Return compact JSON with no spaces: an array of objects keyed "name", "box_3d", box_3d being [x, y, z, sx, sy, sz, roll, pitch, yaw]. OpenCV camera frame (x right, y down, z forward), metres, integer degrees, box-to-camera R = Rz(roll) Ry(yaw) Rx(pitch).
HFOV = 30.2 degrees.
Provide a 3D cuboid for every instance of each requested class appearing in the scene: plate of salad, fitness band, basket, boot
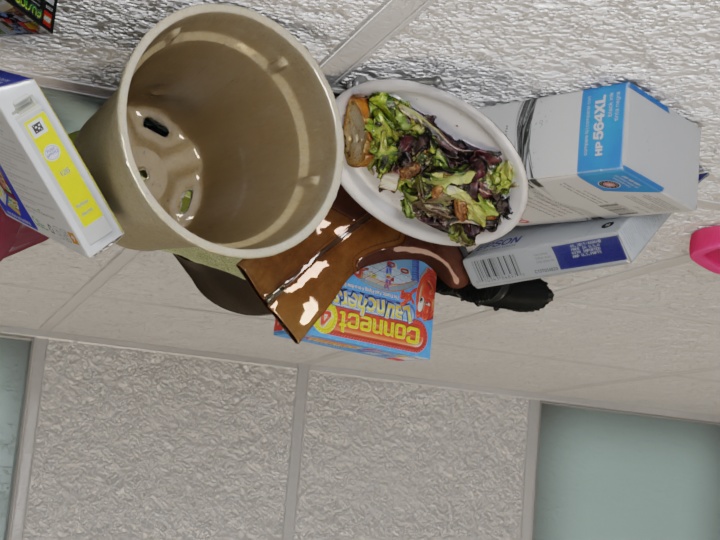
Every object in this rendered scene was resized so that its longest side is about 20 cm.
[{"name":"plate of salad","box_3d":[0.053,-0.087,1.195,0.199,0.048,0.201,18,142,14]},{"name":"fitness band","box_3d":[0.496,-0.019,1.674,0.143,0.038,0.200,-2,166,34]},{"name":"basket","box_3d":[-0.160,-0.035,1.644,0.179,0.137,0.200,14,168,15]},{"name":"boot","box_3d":[0.209,0.024,1.931,0.162,0.074,0.198,14,174,-29]},{"name":"boot","box_3d":[0.000,0.000,1.382,0.188,0.200,0.068,49,162,-14]}]

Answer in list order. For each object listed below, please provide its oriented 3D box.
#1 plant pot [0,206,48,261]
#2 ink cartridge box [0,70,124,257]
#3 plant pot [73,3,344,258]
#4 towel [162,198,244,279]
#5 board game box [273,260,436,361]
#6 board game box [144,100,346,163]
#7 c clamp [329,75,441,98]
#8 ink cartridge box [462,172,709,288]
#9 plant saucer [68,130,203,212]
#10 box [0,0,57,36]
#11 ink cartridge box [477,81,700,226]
[{"name":"plant pot","box_3d":[-0.397,-0.087,1.368,0.199,0.201,0.179,0,-176,23]},{"name":"ink cartridge box","box_3d":[-0.290,-0.118,1.082,0.047,0.201,0.197,-35,-151,-21]},{"name":"plant pot","box_3d":[-0.145,-0.095,1.102,0.200,0.202,0.183,12,165,-32]},{"name":"towel","box_3d":[-0.178,-0.051,1.453,0.199,0.037,0.149,21,152,30]},{"name":"board game box","box_3d":[0.001,-0.007,1.528,0.199,0.197,0.056,14,166,-41]},{"name":"board game box","box_3d":[-0.115,-0.134,1.283,0.199,0.035,0.135,16,168,-22]},{"name":"c clamp","box_3d":[-0.010,-0.145,1.264,0.170,0.027,0.200,4,169,4]},{"name":"ink cartridge box","box_3d":[0.235,-0.057,1.384,0.199,0.041,0.200,-11,-159,43]},{"name":"plant saucer","box_3d":[-0.201,-0.092,1.289,0.199,0.031,0.200,22,174,2]},{"name":"box","box_3d":[-0.321,-0.223,0.976,0.109,0.035,0.200,1,169,19]},{"name":"ink cartridge box","box_3d":[0.193,-0.102,1.241,0.199,0.085,0.146,-3,166,40]}]
